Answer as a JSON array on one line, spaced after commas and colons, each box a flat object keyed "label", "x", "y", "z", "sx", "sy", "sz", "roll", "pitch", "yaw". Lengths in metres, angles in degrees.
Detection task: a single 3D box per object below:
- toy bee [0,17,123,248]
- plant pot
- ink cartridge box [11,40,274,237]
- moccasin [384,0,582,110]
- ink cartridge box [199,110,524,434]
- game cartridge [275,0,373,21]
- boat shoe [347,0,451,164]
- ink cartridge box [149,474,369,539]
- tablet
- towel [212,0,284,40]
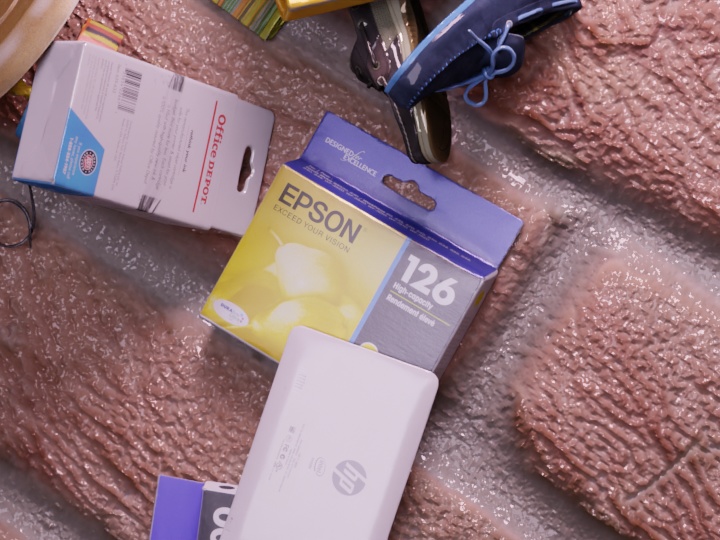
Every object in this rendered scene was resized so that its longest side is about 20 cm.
[{"label": "toy bee", "x": -0.246, "y": -0.111, "z": 1.506, "sx": 0.130, "sy": 0.109, "sz": 0.202, "roll": 4, "pitch": 96, "yaw": -9}, {"label": "plant pot", "x": -0.291, "y": -0.210, "z": 1.497, "sx": 0.200, "sy": 0.200, "sz": 0.027, "roll": -47, "pitch": 120, "yaw": 7}, {"label": "ink cartridge box", "x": -0.173, "y": -0.102, "z": 1.474, "sx": 0.066, "sy": 0.199, "sz": 0.117, "roll": 6, "pitch": 82, "yaw": 48}, {"label": "moccasin", "x": 0.104, "y": -0.182, "z": 1.406, "sx": 0.200, "sy": 0.080, "sz": 0.068, "roll": -41, "pitch": 90, "yaw": -24}, {"label": "ink cartridge box", "x": 0.000, "y": 0.000, "z": 1.474, "sx": 0.197, "sy": 0.047, "sz": 0.201, "roll": 30, "pitch": 96, "yaw": 15}, {"label": "game cartridge", "x": 0.005, "y": -0.299, "z": 1.448, "sx": 0.199, "sy": 0.032, "sz": 0.177, "roll": -14, "pitch": 74, "yaw": -19}, {"label": "boat shoe", "x": 0.023, "y": -0.175, "z": 1.470, "sx": 0.066, "sy": 0.072, "sz": 0.202, "roll": -17, "pitch": 77, "yaw": 18}, {"label": "ink cartridge box", "x": -0.094, "y": 0.279, "z": 1.479, "sx": 0.199, "sy": 0.043, "sz": 0.200, "roll": 7, "pitch": 88, "yaw": 16}, {"label": "tablet", "x": -0.027, "y": 0.157, "z": 1.442, "sx": 0.129, "sy": 0.014, "sz": 0.201, "roll": 19, "pitch": 91, "yaw": 13}, {"label": "towel", "x": -0.129, "y": -0.284, "z": 1.538, "sx": 0.200, "sy": 0.018, "sz": 0.086, "roll": 37, "pitch": 94, "yaw": 14}]
